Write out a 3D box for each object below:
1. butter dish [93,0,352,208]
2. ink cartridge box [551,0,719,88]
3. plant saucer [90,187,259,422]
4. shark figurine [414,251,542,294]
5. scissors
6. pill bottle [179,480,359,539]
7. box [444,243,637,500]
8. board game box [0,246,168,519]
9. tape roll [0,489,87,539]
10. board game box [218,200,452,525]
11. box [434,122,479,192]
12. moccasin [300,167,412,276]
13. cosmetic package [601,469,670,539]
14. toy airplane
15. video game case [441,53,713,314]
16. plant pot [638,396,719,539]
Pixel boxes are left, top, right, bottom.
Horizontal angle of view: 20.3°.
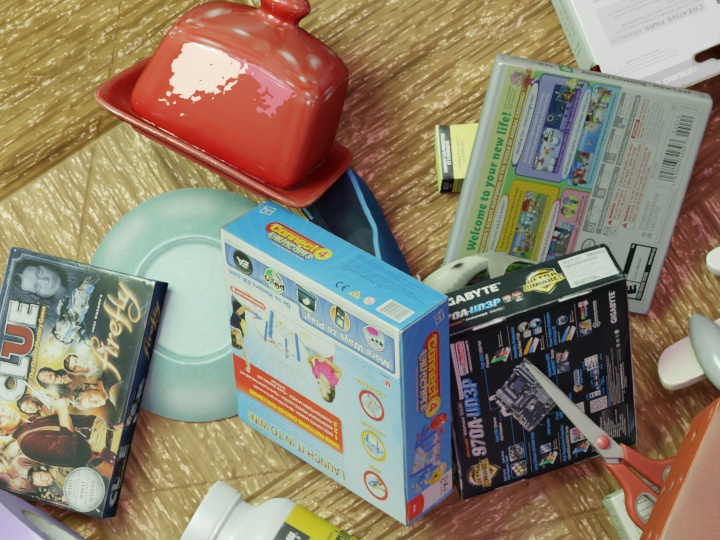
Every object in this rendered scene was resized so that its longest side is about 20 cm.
[{"bbox_3d":[-0.086,-0.162,1.634,0.199,0.200,0.148,28,110,4],"label":"butter dish"},{"bbox_3d":[0.269,-0.241,1.709,0.199,0.084,0.177,-21,84,-2],"label":"ink cartridge box"},{"bbox_3d":[-0.140,0.026,1.705,0.200,0.039,0.202,0,83,2],"label":"plant saucer"},{"bbox_3d":[0.077,0.042,1.673,0.089,0.128,0.215,24,118,-35],"label":"shark figurine"},{"bbox_3d":[0.196,0.149,1.589,0.199,0.014,0.073,31,80,-19],"label":"scissors"},{"bbox_3d":[-0.050,0.256,1.637,0.199,0.112,0.112,30,84,4],"label":"pill bottle"},{"bbox_3d":[0.139,0.085,1.616,0.158,0.201,0.046,-18,44,-6],"label":"box"},{"bbox_3d":[-0.248,0.093,1.677,0.135,0.035,0.201,12,90,14],"label":"board game box"},{"bbox_3d":[-0.230,0.255,1.596,0.200,0.200,0.066,34,84,5],"label":"tape roll"},{"bbox_3d":[-0.018,0.072,1.585,0.199,0.197,0.056,29,47,35],"label":"board game box"},{"bbox_3d":[0.163,-0.101,1.699,0.199,0.075,0.050,-4,82,1],"label":"box"},{"bbox_3d":[0.000,0.000,1.660,0.068,0.200,0.081,-32,126,10],"label":"moccasin"},{"bbox_3d":[0.289,0.255,1.652,0.103,0.073,0.201,-25,83,-3],"label":"cosmetic package"},{"bbox_3d":[0.365,0.038,1.644,0.198,0.141,0.201,22,84,4],"label":"toy airplane"},{"bbox_3d":[0.176,-0.069,1.656,0.181,0.022,0.201,10,117,-7],"label":"video game case"},{"bbox_3d":[0.315,0.199,1.528,0.175,0.200,0.201,25,80,5],"label":"plant pot"}]
